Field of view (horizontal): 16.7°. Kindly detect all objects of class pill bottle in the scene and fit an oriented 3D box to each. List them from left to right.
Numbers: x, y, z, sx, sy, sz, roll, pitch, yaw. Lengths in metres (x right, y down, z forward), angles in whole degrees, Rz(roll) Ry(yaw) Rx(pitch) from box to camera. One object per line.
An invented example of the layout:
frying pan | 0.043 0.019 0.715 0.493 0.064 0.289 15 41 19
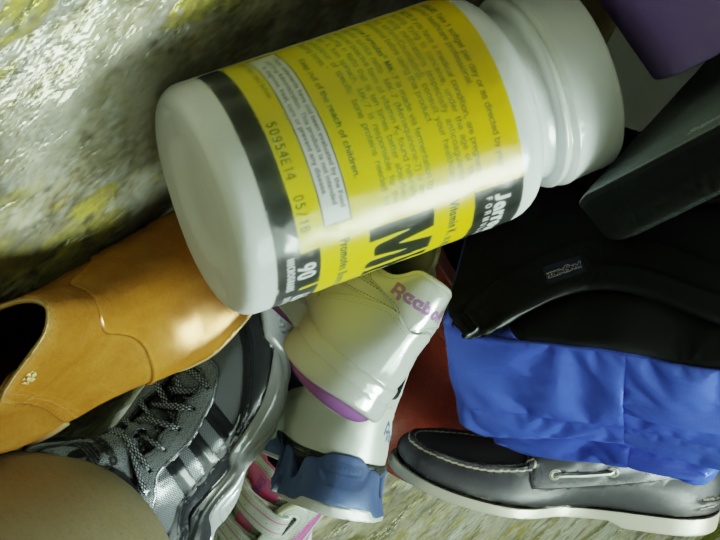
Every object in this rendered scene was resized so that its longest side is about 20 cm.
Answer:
pill bottle | 0.015 -0.063 1.148 0.200 0.114 0.114 -20 155 -16

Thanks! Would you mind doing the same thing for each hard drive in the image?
hard drive | 0.203 -0.100 1.168 0.200 0.033 0.140 -46 -170 -32

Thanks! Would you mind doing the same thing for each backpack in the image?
backpack | 0.160 0.022 1.249 0.168 0.200 0.163 75 25 -53

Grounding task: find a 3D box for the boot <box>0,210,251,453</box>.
boot | -0.125 0.022 1.174 0.201 0.071 0.144 -38 169 4

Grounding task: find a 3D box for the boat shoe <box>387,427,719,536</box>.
boat shoe | 0.116 0.104 1.394 0.073 0.200 0.063 -111 -148 -67

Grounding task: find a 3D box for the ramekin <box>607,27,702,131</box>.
ramekin | 0.213 -0.100 1.377 0.200 0.200 0.105 -43 129 -3

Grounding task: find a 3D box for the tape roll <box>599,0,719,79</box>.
tape roll | 0.200 -0.182 1.172 0.200 0.085 0.200 -36 -174 5

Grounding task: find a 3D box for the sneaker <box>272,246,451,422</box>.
sneaker | 0.000 0.000 1.250 0.075 0.200 0.100 33 103 -27

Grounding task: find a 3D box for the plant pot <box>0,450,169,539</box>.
plant pot | -0.170 0.169 1.242 0.134 0.200 0.200 -41 166 -45

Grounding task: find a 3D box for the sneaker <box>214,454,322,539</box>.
sneaker | -0.061 0.149 1.607 0.200 0.081 0.088 -54 160 6

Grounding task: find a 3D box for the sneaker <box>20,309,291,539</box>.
sneaker | -0.116 0.091 1.346 0.114 0.075 0.200 8 110 -45

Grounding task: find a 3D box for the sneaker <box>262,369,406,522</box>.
sneaker | -0.012 0.064 1.403 0.199 0.080 0.115 -138 -114 -72

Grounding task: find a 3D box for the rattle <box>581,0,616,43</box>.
rattle | 0.133 -0.099 1.303 0.200 0.143 0.130 -57 179 -25

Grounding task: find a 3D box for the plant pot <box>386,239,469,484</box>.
plant pot | 0.083 0.028 1.473 0.201 0.201 0.195 -28 164 -39
